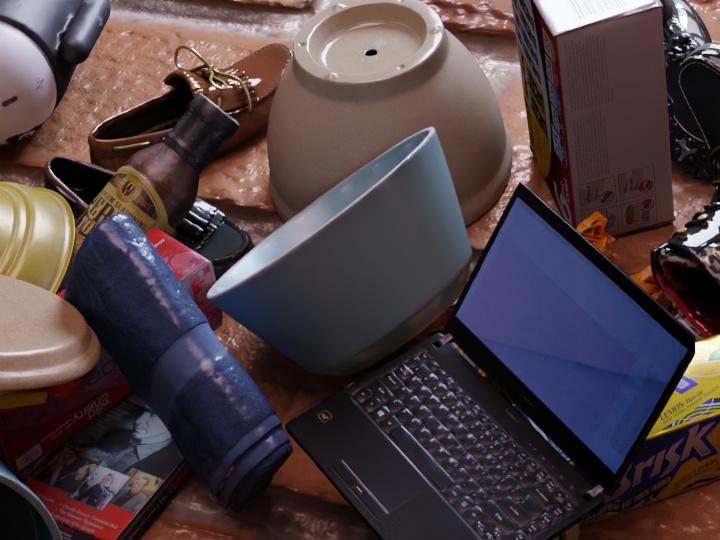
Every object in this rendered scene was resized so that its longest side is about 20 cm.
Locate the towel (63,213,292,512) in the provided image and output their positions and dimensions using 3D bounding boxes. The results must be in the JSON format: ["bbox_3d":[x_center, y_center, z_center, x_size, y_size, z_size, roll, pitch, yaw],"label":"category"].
[{"bbox_3d":[-0.124,0.063,1.245,0.048,0.112,0.201,-31,78,-26],"label":"towel"}]

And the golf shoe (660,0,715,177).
[{"bbox_3d":[0.261,-0.161,1.499,0.078,0.094,0.201,-37,60,33],"label":"golf shoe"}]

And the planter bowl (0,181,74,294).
[{"bbox_3d":[-0.315,-0.006,1.398,0.199,0.083,0.201,-24,42,23],"label":"planter bowl"}]

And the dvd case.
[{"bbox_3d":[-0.189,0.132,1.318,0.145,0.022,0.200,17,49,28],"label":"dvd case"}]

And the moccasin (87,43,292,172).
[{"bbox_3d":[-0.139,-0.138,1.567,0.200,0.078,0.074,-27,43,-18],"label":"moccasin"}]

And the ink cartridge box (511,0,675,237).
[{"bbox_3d":[0.167,-0.154,1.420,0.083,0.201,0.176,-15,41,-3],"label":"ink cartridge box"}]

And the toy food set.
[{"bbox_3d":[-0.268,0.044,1.216,0.197,0.049,0.199,-4,23,-46],"label":"toy food set"}]

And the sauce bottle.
[{"bbox_3d":[-0.169,-0.045,1.416,0.065,0.065,0.201,36,89,41],"label":"sauce bottle"}]

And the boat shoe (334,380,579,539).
[{"bbox_3d":[0.044,0.136,1.218,0.199,0.075,0.068,28,48,35],"label":"boat shoe"}]

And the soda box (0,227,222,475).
[{"bbox_3d":[-0.195,0.055,1.342,0.200,0.064,0.070,-36,45,-28],"label":"soda box"}]

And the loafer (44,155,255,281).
[{"bbox_3d":[-0.172,-0.040,1.475,0.199,0.063,0.072,16,48,28],"label":"loafer"}]

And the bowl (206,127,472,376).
[{"bbox_3d":[0.000,0.000,1.323,0.200,0.105,0.201,-35,7,5],"label":"bowl"}]

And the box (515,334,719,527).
[{"bbox_3d":[0.206,0.099,1.231,0.198,0.065,0.070,-19,41,-7],"label":"box"}]

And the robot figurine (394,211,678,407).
[{"bbox_3d":[0.119,0.041,1.320,0.199,0.059,0.145,-31,43,-22],"label":"robot figurine"}]

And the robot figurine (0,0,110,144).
[{"bbox_3d":[-0.304,-0.198,1.642,0.124,0.150,0.201,28,43,-11],"label":"robot figurine"}]

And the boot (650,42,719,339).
[{"bbox_3d":[0.256,-0.055,1.314,0.153,0.074,0.204,-27,78,-32],"label":"boot"}]

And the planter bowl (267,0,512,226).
[{"bbox_3d":[0.014,-0.131,1.481,0.198,0.135,0.201,-7,41,6],"label":"planter bowl"}]

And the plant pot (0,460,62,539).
[{"bbox_3d":[-0.311,0.163,1.191,0.199,0.201,0.188,-26,36,-17],"label":"plant pot"}]

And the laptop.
[{"bbox_3d":[0.076,0.073,1.158,0.199,0.104,0.177,-29,50,-19],"label":"laptop"}]
